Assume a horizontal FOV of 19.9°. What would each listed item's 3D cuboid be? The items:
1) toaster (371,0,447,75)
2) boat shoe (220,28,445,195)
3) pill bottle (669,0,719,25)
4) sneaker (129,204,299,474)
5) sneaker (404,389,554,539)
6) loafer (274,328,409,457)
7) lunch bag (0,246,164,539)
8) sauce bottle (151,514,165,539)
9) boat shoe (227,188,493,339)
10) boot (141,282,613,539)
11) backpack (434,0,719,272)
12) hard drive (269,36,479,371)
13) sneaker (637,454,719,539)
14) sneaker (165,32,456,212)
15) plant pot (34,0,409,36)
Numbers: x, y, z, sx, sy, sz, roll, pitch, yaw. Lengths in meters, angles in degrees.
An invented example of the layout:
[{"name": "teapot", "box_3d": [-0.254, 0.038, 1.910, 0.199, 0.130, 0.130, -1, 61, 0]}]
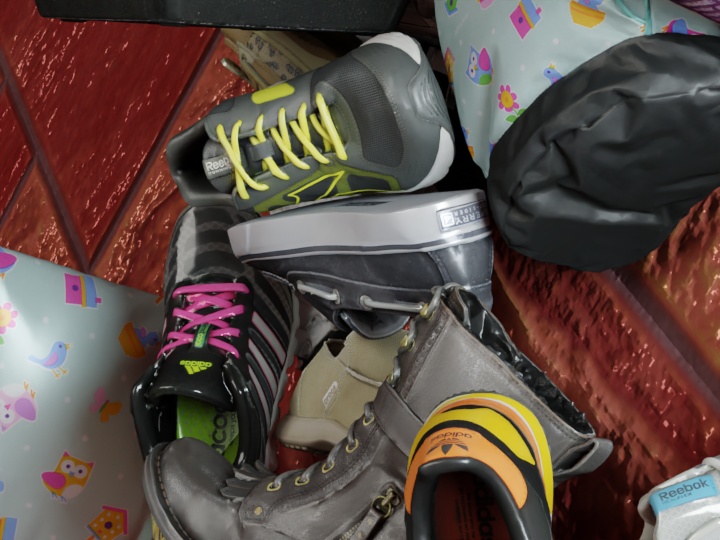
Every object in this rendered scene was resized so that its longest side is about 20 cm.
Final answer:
[{"name": "toaster", "box_3d": [0.065, -0.202, 1.057, 0.129, 0.113, 0.201, 33, 103, 56]}, {"name": "boat shoe", "box_3d": [-0.027, -0.098, 1.111, 0.200, 0.073, 0.063, 41, 114, 55]}, {"name": "pill bottle", "box_3d": [0.160, -0.143, 0.775, 0.112, 0.200, 0.113, -34, 46, 45]}, {"name": "sneaker", "box_3d": [-0.078, 0.050, 1.079, 0.073, 0.087, 0.201, -1, 77, 12]}, {"name": "sneaker", "box_3d": [0.053, 0.152, 0.811, 0.070, 0.090, 0.201, -11, 95, 16]}, {"name": "loafer", "box_3d": [0.019, 0.062, 1.011, 0.200, 0.075, 0.069, -4, 76, 59]}, {"name": "lunch bag", "box_3d": [-0.202, 0.097, 1.258, 0.122, 0.170, 0.201, 3, 77, 65]}, {"name": "sauce bottle", "box_3d": [-0.083, 0.146, 1.141, 0.066, 0.066, 0.200, -48, 36, 33]}, {"name": "boat shoe", "box_3d": [0.000, 0.000, 0.998, 0.200, 0.072, 0.068, -2, 101, 56]}, {"name": "boot", "box_3d": [0.005, 0.081, 0.916, 0.200, 0.069, 0.174, 37, 107, 30]}, {"name": "backpack", "box_3d": [0.107, -0.121, 0.918, 0.167, 0.126, 0.201, -37, 48, 41]}, {"name": "hard drive", "box_3d": [0.001, -0.055, 1.150, 0.140, 0.038, 0.200, -47, 36, 34]}, {"name": "sneaker", "box_3d": [0.154, 0.089, 0.764, 0.200, 0.086, 0.075, -54, 32, 24]}, {"name": "sneaker", "box_3d": [-0.027, -0.058, 0.986, 0.200, 0.084, 0.075, -14, 98, 62]}, {"name": "plant pot", "box_3d": [-0.066, -0.205, 0.993, 0.200, 0.199, 0.178, 10, 100, 55]}]
